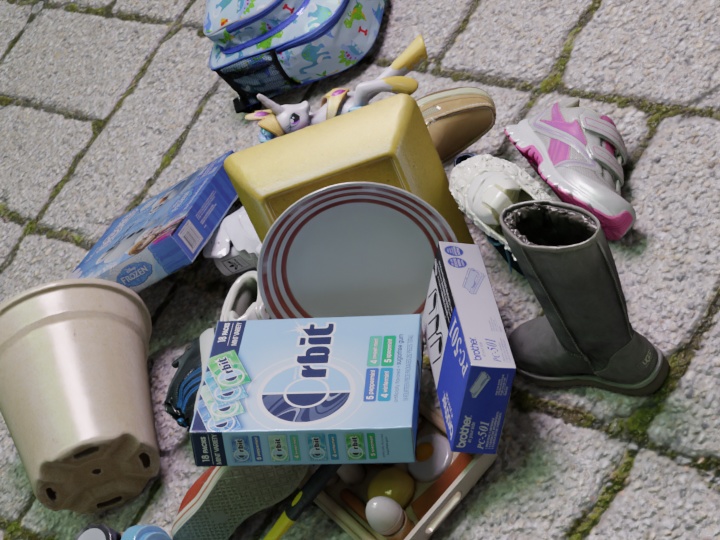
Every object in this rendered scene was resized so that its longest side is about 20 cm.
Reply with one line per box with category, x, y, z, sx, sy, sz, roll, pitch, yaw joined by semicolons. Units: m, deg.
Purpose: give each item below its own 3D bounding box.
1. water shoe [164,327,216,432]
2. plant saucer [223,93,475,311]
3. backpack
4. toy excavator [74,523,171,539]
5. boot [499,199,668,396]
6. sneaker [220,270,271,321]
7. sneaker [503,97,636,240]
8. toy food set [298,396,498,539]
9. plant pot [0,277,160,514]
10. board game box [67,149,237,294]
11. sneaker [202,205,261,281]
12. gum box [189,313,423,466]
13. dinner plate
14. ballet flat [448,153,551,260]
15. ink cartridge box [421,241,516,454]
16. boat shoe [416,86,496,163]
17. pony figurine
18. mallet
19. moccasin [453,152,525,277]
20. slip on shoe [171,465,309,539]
water shoe;-0.158;0.142;1.672;0.079;0.072;0.201;-36;26;19
plant saucer;-0.008;-0.048;1.582;0.198;0.201;0.049;-18;30;11
backpack;-0.081;-0.308;1.931;0.198;0.147;0.184;-12;52;28
toy excavator;-0.173;0.329;1.510;0.198;0.100;0.196;-8;60;28
boot;0.164;0.023;1.407;0.181;0.200;0.073;2;57;40
sneaker;-0.099;0.096;1.628;0.073;0.116;0.201;-22;46;20
sneaker;0.215;-0.108;1.569;0.088;0.081;0.200;-40;41;7
toy food set;0.020;0.174;1.506;0.144;0.060;0.200;-49;41;-5
plant pot;-0.294;0.143;1.709;0.199;0.200;0.184;-33;52;13
board game box;-0.235;-0.034;1.830;0.198;0.044;0.200;-29;19;29
sneaker;-0.100;-0.012;1.754;0.114;0.075;0.201;-35;36;11
gum box;-0.044;0.108;1.503;0.198;0.045;0.171;-2;34;7
dinner plate;0.000;0.000;1.569;0.199;0.201;0.024;-28;28;17
ballet flat;0.152;-0.047;1.504;0.072;0.072;0.200;-46;63;-3
ink cartridge box;0.095;0.067;1.479;0.044;0.095;0.201;5;31;-10
boat shoe;0.052;-0.116;1.628;0.199;0.072;0.076;-26;34;-5
pony figurine;-0.008;-0.137;1.719;0.198;0.194;0.167;-19;46;-1
mallet;-0.072;0.225;1.516;0.201;0.041;0.066;-56;37;13
moccasin;0.144;-0.050;1.586;0.081;0.068;0.200;-47;41;-4
slip on shoe;-0.115;0.199;1.559;0.200;0.074;0.062;-45;27;36
